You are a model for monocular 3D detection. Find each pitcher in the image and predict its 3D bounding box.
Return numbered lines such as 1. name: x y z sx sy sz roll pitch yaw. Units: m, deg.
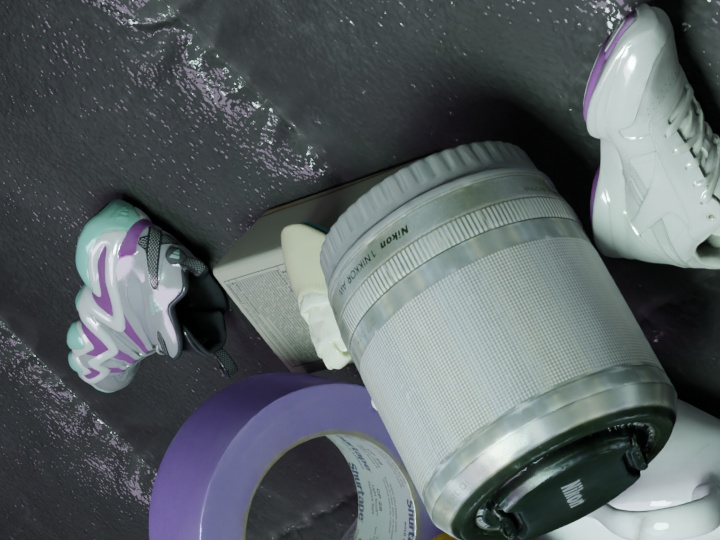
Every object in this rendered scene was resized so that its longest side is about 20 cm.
1. pitcher: 0.174 0.138 1.449 0.199 0.171 0.122 -2 95 45

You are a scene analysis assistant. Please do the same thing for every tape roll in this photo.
1. tape roll: -0.038 0.172 1.568 0.201 0.200 0.085 56 158 -21

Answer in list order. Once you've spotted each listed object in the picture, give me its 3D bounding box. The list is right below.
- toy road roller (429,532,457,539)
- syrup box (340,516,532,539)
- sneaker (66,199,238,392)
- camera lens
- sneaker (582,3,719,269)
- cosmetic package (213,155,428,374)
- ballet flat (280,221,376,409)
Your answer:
1. toy road roller: 0.108 0.246 1.514 0.199 0.123 0.146 33 179 -22
2. syrup box: 0.063 0.191 1.698 0.081 0.079 0.200 45 147 -8
3. sneaker: -0.151 0.050 1.756 0.139 0.078 0.201 30 145 18
4. camera lens: 0.081 0.046 1.348 0.201 0.159 0.160 63 154 24
5. sneaker: 0.179 -0.074 1.298 0.099 0.075 0.201 18 149 21
6. cosmetic package: 0.000 0.000 1.550 0.199 0.073 0.104 -15 118 51
7. ballet flat: 0.014 0.052 1.470 0.200 0.070 0.069 41 147 -1
